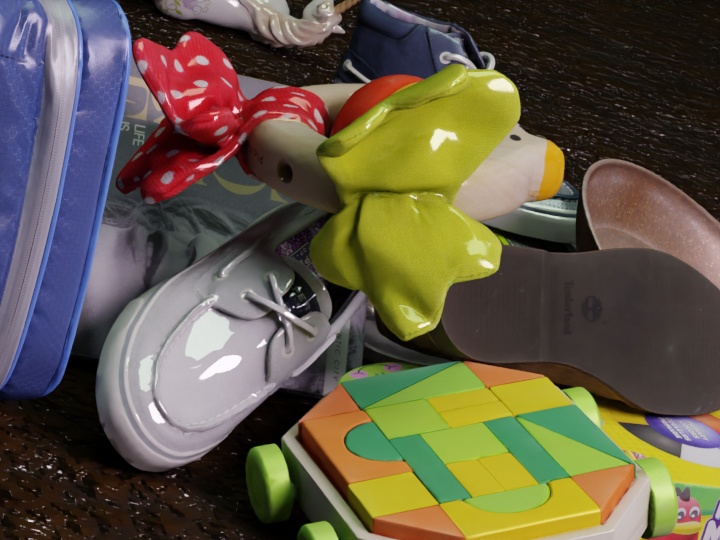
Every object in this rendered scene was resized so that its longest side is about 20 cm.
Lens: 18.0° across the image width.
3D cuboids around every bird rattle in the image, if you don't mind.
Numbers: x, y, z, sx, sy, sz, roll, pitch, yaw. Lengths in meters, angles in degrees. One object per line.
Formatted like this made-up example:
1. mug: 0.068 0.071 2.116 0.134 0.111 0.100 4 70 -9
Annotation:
1. bird rattle: -0.004 -0.046 0.998 0.162 0.114 0.199 -10 17 -44

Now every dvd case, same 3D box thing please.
1. dvd case: -0.086 -0.025 1.074 0.199 0.150 0.016 11 -15 -23

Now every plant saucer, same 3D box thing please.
1. plant saucer: 0.181 0.028 1.235 0.200 0.037 0.201 37 27 -22

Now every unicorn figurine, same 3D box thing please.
1. unicorn figurine: -0.097 -0.221 1.815 0.198 0.074 0.138 -1 30 -11

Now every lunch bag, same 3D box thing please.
1. lunch bag: -0.177 -0.050 0.944 0.132 0.202 0.136 4 16 -43

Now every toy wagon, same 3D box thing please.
1. toy wagon: 0.031 0.078 0.948 0.154 0.040 0.200 -9 25 -18

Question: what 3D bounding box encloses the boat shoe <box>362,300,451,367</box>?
1. boat shoe: 0.000 0.000 1.153 0.199 0.069 0.075 20 48 29

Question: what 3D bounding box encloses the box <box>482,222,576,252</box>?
1. box: 0.058 -0.007 1.317 0.159 0.045 0.200 11 18 -19

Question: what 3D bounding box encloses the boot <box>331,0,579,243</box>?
1. boot: 0.061 -0.091 1.350 0.199 0.091 0.073 27 19 31

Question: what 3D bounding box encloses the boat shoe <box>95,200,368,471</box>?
1. boat shoe: -0.041 0.019 1.000 0.200 0.068 0.072 -36 97 -52

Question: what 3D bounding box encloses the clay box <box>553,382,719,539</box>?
1. clay box: 0.153 0.096 1.074 0.199 0.048 0.115 7 20 -24

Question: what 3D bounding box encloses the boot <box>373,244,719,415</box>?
1. boot: 0.096 0.025 1.063 0.199 0.074 0.075 13 -11 -33
